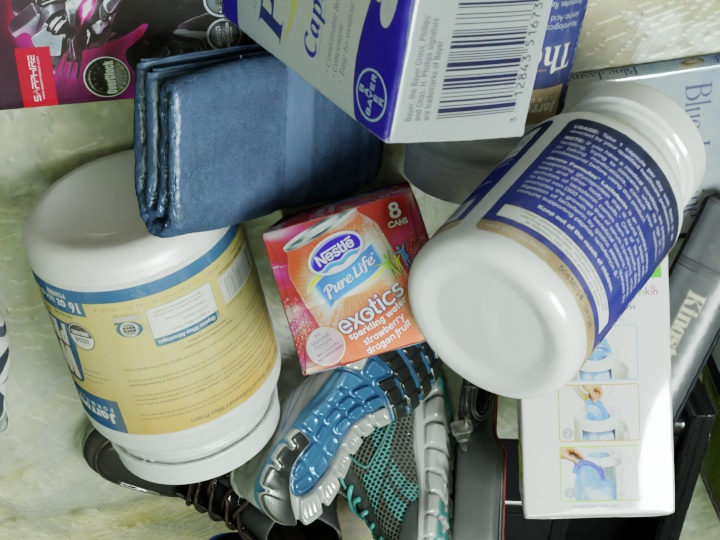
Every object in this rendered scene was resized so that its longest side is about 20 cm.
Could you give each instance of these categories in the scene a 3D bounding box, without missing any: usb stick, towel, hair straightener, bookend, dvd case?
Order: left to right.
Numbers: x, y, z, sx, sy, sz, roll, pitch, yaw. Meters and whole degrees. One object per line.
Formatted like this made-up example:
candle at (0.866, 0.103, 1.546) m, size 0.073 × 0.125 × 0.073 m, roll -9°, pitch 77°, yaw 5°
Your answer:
towel at (-0.062, -0.089, 1.111) m, size 0.200 × 0.048 × 0.112 m, roll -17°, pitch 117°, yaw -47°
hair straightener at (0.092, 0.110, 1.272) m, size 0.041 × 0.077 × 0.201 m, roll 6°, pitch 83°, yaw 14°
bookend at (0.149, 0.160, 1.351) m, size 0.198 × 0.092 × 0.201 m, roll 4°, pitch 122°, yaw -10°
dvd case at (0.170, -0.076, 1.240) m, size 0.199 × 0.018 × 0.143 m, roll -8°, pitch 124°, yaw -3°
usb stick at (0.233, 0.040, 1.255) m, size 0.055 × 0.033 × 0.201 m, roll 26°, pitch 97°, yaw 0°

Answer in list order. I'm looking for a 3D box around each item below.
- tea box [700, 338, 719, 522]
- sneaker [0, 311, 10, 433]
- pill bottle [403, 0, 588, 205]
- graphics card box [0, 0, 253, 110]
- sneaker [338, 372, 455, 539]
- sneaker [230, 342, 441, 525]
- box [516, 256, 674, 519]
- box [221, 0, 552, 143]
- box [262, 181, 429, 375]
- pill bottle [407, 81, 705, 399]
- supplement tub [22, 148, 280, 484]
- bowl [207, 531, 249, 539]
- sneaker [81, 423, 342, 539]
tea box at (0.343, 0.136, 1.297) m, size 0.133 × 0.200 × 0.197 m, roll -7°, pitch 126°, yaw -4°
sneaker at (-0.343, 0.097, 1.246) m, size 0.198 × 0.080 × 0.130 m, roll -14°, pitch 117°, yaw -11°
pill bottle at (0.084, -0.147, 1.116) m, size 0.110 × 0.111 × 0.201 m, roll 4°, pitch 119°, yaw -11°
graphics card box at (-0.169, -0.171, 1.109) m, size 0.199 × 0.051 × 0.126 m, roll -5°, pitch 124°, yaw -6°
sneaker at (0.022, 0.169, 1.290) m, size 0.091 × 0.201 × 0.078 m, roll -5°, pitch 141°, yaw 11°
sneaker at (-0.024, 0.097, 1.273) m, size 0.200 × 0.087 × 0.075 m, roll -44°, pitch 116°, yaw -25°
box at (0.157, 0.060, 1.194) m, size 0.101 × 0.112 × 0.201 m, roll -2°, pitch 92°, yaw 4°
box at (0.018, -0.197, 1.005) m, size 0.105 × 0.200 × 0.185 m, roll -7°, pitch 121°, yaw -32°
box at (0.000, 0.000, 1.150) m, size 0.099 × 0.200 × 0.096 m, roll -16°, pitch 94°, yaw 3°
pill bottle at (0.125, -0.025, 1.050) m, size 0.115 × 0.200 × 0.116 m, roll 24°, pitch 138°, yaw 24°
supplement tub at (-0.136, 0.032, 1.193) m, size 0.144 × 0.145 × 0.201 m, roll -13°, pitch 124°, yaw 1°
bowl at (-0.031, 0.245, 1.288) m, size 0.200 × 0.201 × 0.040 m, roll 17°, pitch 95°, yaw -19°
sneaker at (-0.108, 0.156, 1.303) m, size 0.199 × 0.106 × 0.075 m, roll 5°, pitch 123°, yaw -11°
